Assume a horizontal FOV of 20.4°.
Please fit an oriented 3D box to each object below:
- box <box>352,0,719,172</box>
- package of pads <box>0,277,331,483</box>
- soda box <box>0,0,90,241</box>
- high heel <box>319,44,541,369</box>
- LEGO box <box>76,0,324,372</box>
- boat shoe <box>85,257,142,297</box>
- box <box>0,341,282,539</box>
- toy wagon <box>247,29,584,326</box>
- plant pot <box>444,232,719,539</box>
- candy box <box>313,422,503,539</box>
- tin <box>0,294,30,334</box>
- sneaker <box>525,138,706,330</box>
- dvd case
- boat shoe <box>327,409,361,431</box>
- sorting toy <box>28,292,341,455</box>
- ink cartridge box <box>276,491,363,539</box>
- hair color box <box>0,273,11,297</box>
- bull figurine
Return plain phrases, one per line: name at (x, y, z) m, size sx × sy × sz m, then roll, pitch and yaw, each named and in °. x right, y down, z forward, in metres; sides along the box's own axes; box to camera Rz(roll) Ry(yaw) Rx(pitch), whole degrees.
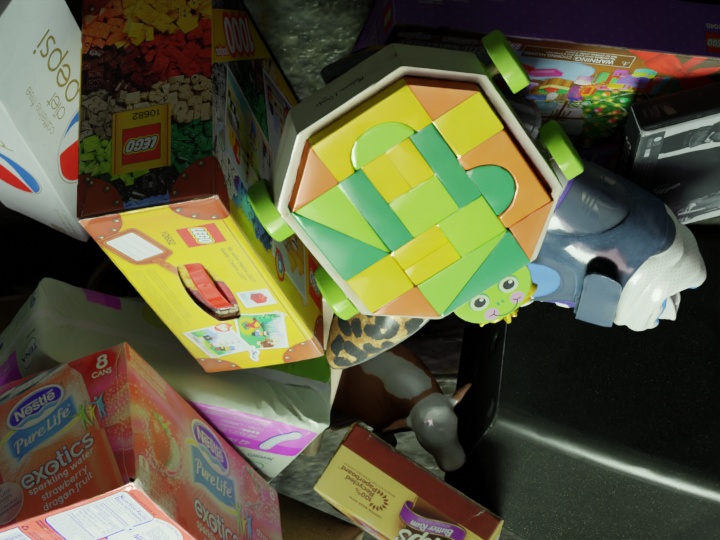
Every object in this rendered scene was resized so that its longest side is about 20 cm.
box at (0.094, -0.108, 1.137) m, size 0.198 × 0.039 × 0.137 m, roll 4°, pitch 153°, yaw -14°
package of pads at (-0.137, 0.089, 1.220) m, size 0.199 × 0.069 × 0.155 m, roll 16°, pitch 139°, yaw -28°
soda box at (-0.183, -0.097, 1.079) m, size 0.063 × 0.068 × 0.200 m, roll 23°, pitch 160°, yaw 20°
high heel at (-0.005, -0.033, 1.104) m, size 0.142 × 0.072 × 0.201 m, roll 14°, pitch 119°, yaw -39°
LEGO box at (-0.084, -0.054, 1.105) m, size 0.076 × 0.150 × 0.200 m, roll -9°, pitch 153°, yaw 12°
boat shoe at (-0.109, -0.010, 1.281) m, size 0.065 × 0.073 × 0.200 m, roll 14°, pitch 155°, yaw -32°
box at (-0.127, 0.139, 1.151) m, size 0.102 × 0.095 × 0.200 m, roll -19°, pitch 143°, yaw 16°
toy wagon at (0.042, -0.031, 1.054) m, size 0.155 × 0.040 × 0.200 m, roll -32°, pitch 129°, yaw 9°
plant pot at (0.162, 0.088, 1.378) m, size 0.176 × 0.201 × 0.200 m, roll 12°, pitch 152°, yaw -7°
candy box at (0.035, 0.166, 1.368) m, size 0.116 × 0.057 × 0.200 m, roll 33°, pitch 171°, yaw 8°
tin at (-0.187, 0.068, 1.338) m, size 0.112 × 0.042 × 0.199 m, roll -31°, pitch 143°, yaw 34°
sneaker at (0.116, 0.003, 1.197) m, size 0.146 × 0.081 × 0.200 m, roll 32°, pitch 150°, yaw -16°
dvd case at (0.246, -0.079, 1.172) m, size 0.198 × 0.025 × 0.151 m, roll -15°, pitch 158°, yaw -6°
boat shoe at (-0.076, 0.095, 1.486) m, size 0.199 × 0.072 × 0.061 m, roll -6°, pitch 150°, yaw 0°
sorting toy at (-0.114, 0.063, 1.281) m, size 0.198 × 0.037 × 0.186 m, roll 1°, pitch 145°, yaw -10°
ink cartridge box at (-0.115, 0.190, 1.362) m, size 0.199 × 0.076 × 0.165 m, roll 22°, pitch -167°, yaw 10°
hair color box at (-0.288, 0.044, 1.378) m, size 0.098 × 0.061 × 0.200 m, roll -5°, pitch 154°, yaw 1°
bull figurine at (0.001, 0.075, 1.382) m, size 0.199 × 0.065 × 0.122 m, roll 34°, pitch 164°, yaw 20°
